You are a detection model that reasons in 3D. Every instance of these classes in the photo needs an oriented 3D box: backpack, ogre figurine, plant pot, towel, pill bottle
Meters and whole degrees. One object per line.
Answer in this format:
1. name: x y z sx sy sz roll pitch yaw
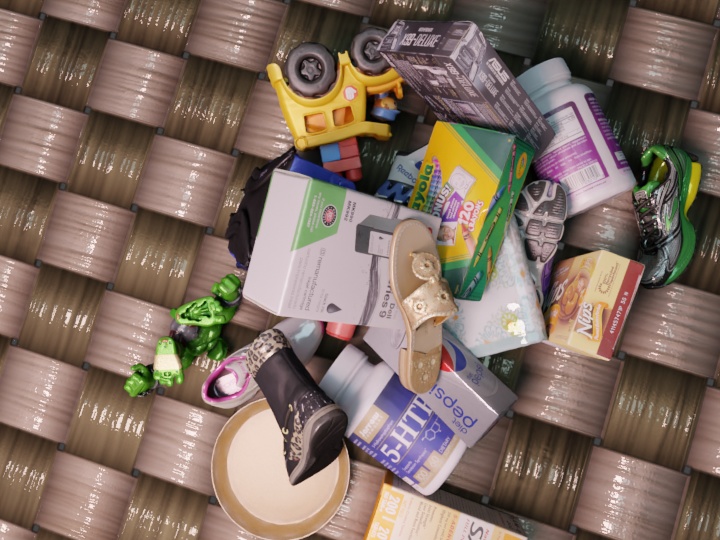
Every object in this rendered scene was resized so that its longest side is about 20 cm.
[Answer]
1. backpack: -0.089 -0.053 0.816 0.168 0.200 0.163 30 84 -26
2. ogre figurine: -0.232 0.087 0.853 0.098 0.120 0.201 23 89 2
3. plant pot: -0.113 0.280 0.874 0.199 0.027 0.201 0 85 6
4. towel: 0.135 0.032 0.818 0.200 0.048 0.172 -20 83 36
5. pill bottle: 0.041 0.193 0.822 0.200 0.120 0.120 35 89 7
6. pill bottle: 0.281 -0.180 0.834 0.112 0.112 0.201 -23 84 3

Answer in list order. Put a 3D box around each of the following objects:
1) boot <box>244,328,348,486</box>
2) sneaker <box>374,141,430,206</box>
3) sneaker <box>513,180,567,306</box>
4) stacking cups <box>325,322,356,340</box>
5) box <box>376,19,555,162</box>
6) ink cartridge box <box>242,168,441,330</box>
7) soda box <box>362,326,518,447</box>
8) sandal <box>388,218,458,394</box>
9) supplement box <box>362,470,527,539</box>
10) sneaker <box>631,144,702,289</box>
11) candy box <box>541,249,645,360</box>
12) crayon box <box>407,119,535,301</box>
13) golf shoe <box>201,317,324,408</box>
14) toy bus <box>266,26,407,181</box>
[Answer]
1. boot: -0.090 0.182 0.800 0.073 0.204 0.154 -25 61 -30
2. sneaker: 0.127 -0.129 0.858 0.199 0.081 0.116 16 88 7
3. sneaker: 0.229 -0.024 0.829 0.080 0.083 0.201 18 109 24
4. stacking cups: 0.000 0.000 0.869 0.060 0.061 0.201 17 87 6
5. box: 0.133 -0.227 0.772 0.200 0.158 0.050 37 88 -36
6. ink cartridge box: -0.015 -0.018 0.697 0.084 0.200 0.147 20 97 50
7. soda box: 0.100 0.125 0.789 0.200 0.063 0.068 44 123 21
8. sandal: 0.084 0.048 0.693 0.077 0.070 0.213 -15 111 -35
9. supplement box: 0.107 0.371 0.824 0.199 0.074 0.126 18 88 6
10. sneaker: 0.395 -0.073 0.824 0.085 0.078 0.201 14 79 -24
11. candy box: 0.277 0.044 0.772 0.055 0.200 0.116 22 88 5
12. crayon box: 0.123 -0.076 0.763 0.119 0.058 0.201 24 100 41
13. golf shoe: -0.136 0.129 0.857 0.200 0.092 0.075 -38 82 0
14. toy bus: -0.013 -0.225 0.862 0.199 0.136 0.193 -14 98 1
